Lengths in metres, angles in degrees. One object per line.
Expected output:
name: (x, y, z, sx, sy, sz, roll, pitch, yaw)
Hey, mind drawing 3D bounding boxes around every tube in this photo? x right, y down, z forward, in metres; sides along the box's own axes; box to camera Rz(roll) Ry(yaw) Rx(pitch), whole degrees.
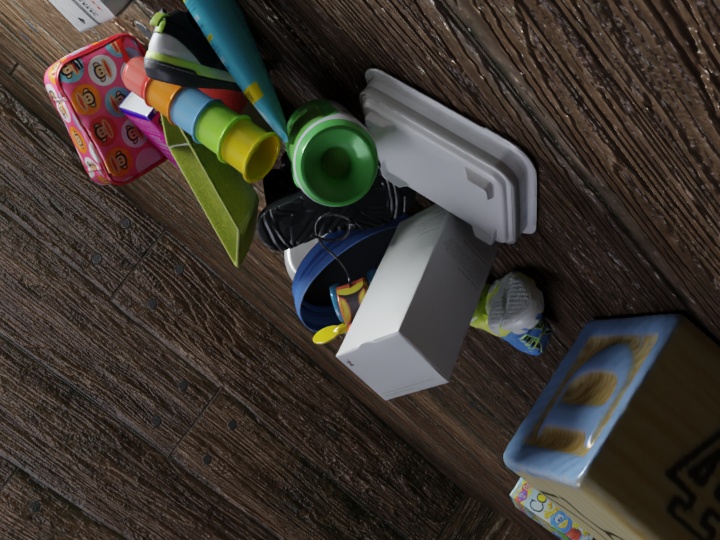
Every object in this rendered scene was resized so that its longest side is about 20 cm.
tube: (-0.121, -0.218, 0.844, 0.203, 0.050, 0.078, 61, -178, -11)

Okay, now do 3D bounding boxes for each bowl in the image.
bowl: (0.000, 0.000, 1.101, 0.040, 0.198, 0.201, 56, 178, 29)

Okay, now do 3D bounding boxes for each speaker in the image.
speaker: (-0.033, -0.124, 0.870, 0.088, 0.089, 0.200, 41, -173, -17)

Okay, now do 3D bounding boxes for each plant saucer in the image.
plant saucer: (-0.182, -0.119, 1.070, 0.202, 0.047, 0.200, 60, 166, 6)

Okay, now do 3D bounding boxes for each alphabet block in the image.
alphabet block: (0.299, 0.185, 0.874, 0.199, 0.198, 0.195, 39, 169, -7)

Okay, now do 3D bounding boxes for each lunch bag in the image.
lunch bag: (-0.360, -0.247, 1.293, 0.081, 0.175, 0.203, 6, 127, 49)

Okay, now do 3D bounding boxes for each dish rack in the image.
dish rack: (0.081, -0.101, 0.843, 0.198, 0.044, 0.172, 35, 168, 22)

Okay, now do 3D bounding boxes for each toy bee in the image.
toy bee: (-0.006, 0.050, 0.992, 0.199, 0.130, 0.110, 38, -153, -36)

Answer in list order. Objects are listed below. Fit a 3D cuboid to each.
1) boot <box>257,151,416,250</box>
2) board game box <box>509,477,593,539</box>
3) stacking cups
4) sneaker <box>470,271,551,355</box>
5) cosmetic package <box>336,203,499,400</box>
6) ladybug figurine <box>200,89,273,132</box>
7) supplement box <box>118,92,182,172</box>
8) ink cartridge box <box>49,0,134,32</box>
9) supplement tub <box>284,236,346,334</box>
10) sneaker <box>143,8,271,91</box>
boot: (-0.033, -0.107, 1.040, 0.169, 0.196, 0.078, -93, -18, -61)
board game box: (0.444, 0.526, 1.892, 0.198, 0.106, 0.103, 30, 165, 31)
stacking cups: (-0.176, -0.174, 0.935, 0.199, 0.061, 0.061, 37, 168, 20)
sneaker: (0.200, 0.056, 1.026, 0.103, 0.077, 0.200, 27, 177, -9)
cosmetic package: (0.065, 0.027, 0.919, 0.085, 0.202, 0.107, 41, 143, -21)
ladybug figurine: (-0.187, -0.225, 1.102, 0.198, 0.072, 0.136, 37, 168, 9)
supplement box: (-0.244, -0.205, 1.275, 0.102, 0.102, 0.200, 23, 162, 46)
ink cartridge box: (-0.334, -0.367, 0.994, 0.147, 0.083, 0.199, 46, 167, -27)
supplement tub: (-0.019, 0.006, 1.275, 0.143, 0.145, 0.201, 31, 165, 29)
sneaker: (-0.152, -0.239, 0.910, 0.070, 0.085, 0.199, 17, -164, 20)
